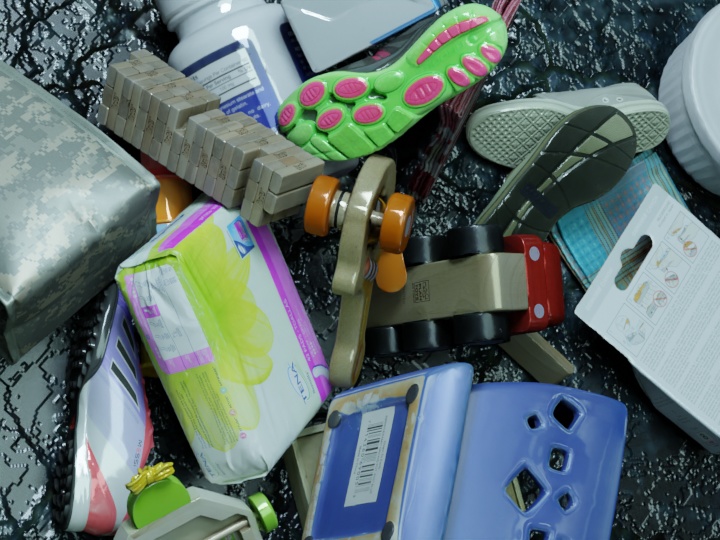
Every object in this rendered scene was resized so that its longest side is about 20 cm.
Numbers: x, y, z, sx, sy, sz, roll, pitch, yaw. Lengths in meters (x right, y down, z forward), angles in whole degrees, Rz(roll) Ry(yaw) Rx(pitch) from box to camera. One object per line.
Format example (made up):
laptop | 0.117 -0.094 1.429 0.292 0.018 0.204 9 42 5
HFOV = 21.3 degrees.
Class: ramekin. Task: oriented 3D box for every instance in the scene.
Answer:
ramekin | 0.376 -0.158 1.827 0.201 0.094 0.203 6 76 -22

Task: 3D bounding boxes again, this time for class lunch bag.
lunch bag | -0.282 -0.056 1.491 0.200 0.118 0.164 41 64 15

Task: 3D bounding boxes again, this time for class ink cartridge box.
ink cartridge box | 0.009 -0.226 1.610 0.116 0.200 0.068 -26 96 10
ink cartridge box | 0.299 0.045 1.758 0.200 0.057 0.163 37 66 -6

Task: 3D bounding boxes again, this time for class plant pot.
plant pot | 0.071 0.182 1.512 0.179 0.200 0.201 23 68 -27

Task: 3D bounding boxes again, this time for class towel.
towel | 0.271 0.000 1.785 0.146 0.022 0.200 -34 93 -26
towel | 0.089 -0.151 1.642 0.023 0.200 0.144 27 68 2

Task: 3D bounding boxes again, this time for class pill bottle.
pill bottle | -0.093 -0.156 1.602 0.119 0.120 0.201 -23 88 -27

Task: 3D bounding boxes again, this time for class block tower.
block tower | -0.125 -0.105 1.529 0.200 0.054 0.058 34 33 27

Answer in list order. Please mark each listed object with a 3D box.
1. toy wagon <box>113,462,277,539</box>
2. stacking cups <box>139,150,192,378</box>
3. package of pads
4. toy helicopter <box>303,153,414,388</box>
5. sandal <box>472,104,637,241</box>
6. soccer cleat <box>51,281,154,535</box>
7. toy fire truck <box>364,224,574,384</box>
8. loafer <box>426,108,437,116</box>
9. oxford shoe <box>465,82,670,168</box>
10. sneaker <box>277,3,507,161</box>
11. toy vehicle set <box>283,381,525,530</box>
toy wagon | -0.135 0.229 1.490 0.155 0.040 0.201 -27 116 -16
stacking cups | -0.157 -0.014 1.581 0.060 0.060 0.201 5 72 -23
package of pads | -0.103 0.051 1.518 0.201 0.068 0.155 67 29 -15
toy helicopter | 0.000 0.000 1.548 0.079 0.132 0.201 13 115 9
sandal | 0.162 -0.076 1.723 0.201 0.057 0.080 -42 111 -4
soccer cleat | -0.196 0.110 1.525 0.073 0.068 0.201 10 79 -22
toy fire truck | 0.119 0.036 1.635 0.199 0.176 0.129 0 82 -40
loafer | 0.059 -0.170 1.676 0.200 0.072 0.073 -42 109 -46
oxford shoe | 0.187 -0.137 1.762 0.199 0.075 0.058 -7 42 -18
sneaker | 0.029 -0.146 1.519 0.199 0.084 0.077 -24 96 12
toy vehicle set | 0.038 0.177 1.636 0.199 0.026 0.125 -12 83 -26
